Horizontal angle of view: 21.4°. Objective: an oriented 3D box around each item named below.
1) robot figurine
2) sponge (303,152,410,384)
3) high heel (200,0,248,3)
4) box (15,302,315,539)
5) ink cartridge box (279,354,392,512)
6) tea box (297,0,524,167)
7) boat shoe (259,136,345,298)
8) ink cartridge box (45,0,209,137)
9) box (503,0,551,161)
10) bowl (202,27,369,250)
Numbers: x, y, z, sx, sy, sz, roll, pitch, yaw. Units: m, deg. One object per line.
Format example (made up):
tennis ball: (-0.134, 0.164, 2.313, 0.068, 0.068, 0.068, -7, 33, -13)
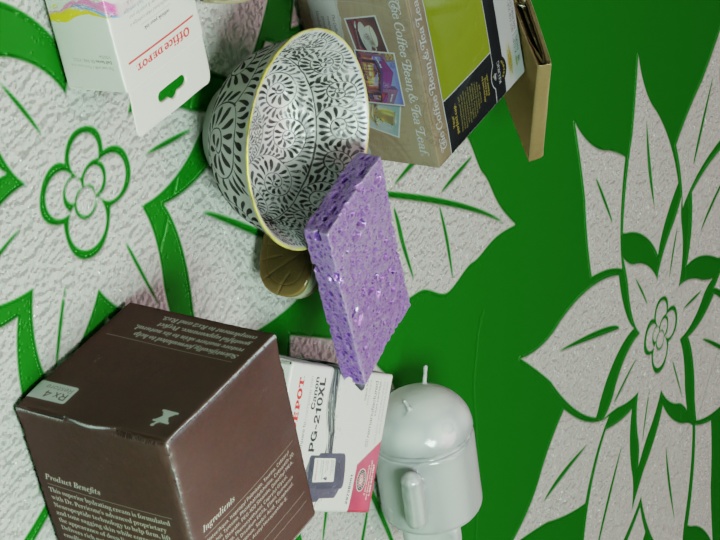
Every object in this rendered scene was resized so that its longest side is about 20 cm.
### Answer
robot figurine: (0.071, 0.207, 2.073, 0.170, 0.112, 0.201, -74, 158, -60)
sponge: (0.000, 0.000, 1.805, 0.112, 0.030, 0.201, -57, 147, -37)
high heel: (-0.112, -0.309, 1.629, 0.200, 0.071, 0.143, -76, 169, -68)
box: (-0.161, 0.164, 1.627, 0.164, 0.165, 0.201, -44, 135, -43)
ink cartridge box: (-0.061, 0.159, 1.869, 0.200, 0.084, 0.146, 13, 87, -59)
tea box: (0.053, -0.241, 1.895, 0.197, 0.133, 0.201, -48, 137, -43)
boat shoe: (-0.051, -0.070, 1.846, 0.066, 0.074, 0.201, 35, 69, -71)
ink cartridge box: (-0.196, -0.223, 1.554, 0.117, 0.067, 0.201, -45, 134, -45)
box: (0.168, -0.233, 2.045, 0.200, 0.021, 0.164, 87, -13, -64)
bowl: (-0.083, -0.125, 1.743, 0.200, 0.094, 0.202, -25, 120, -54)
